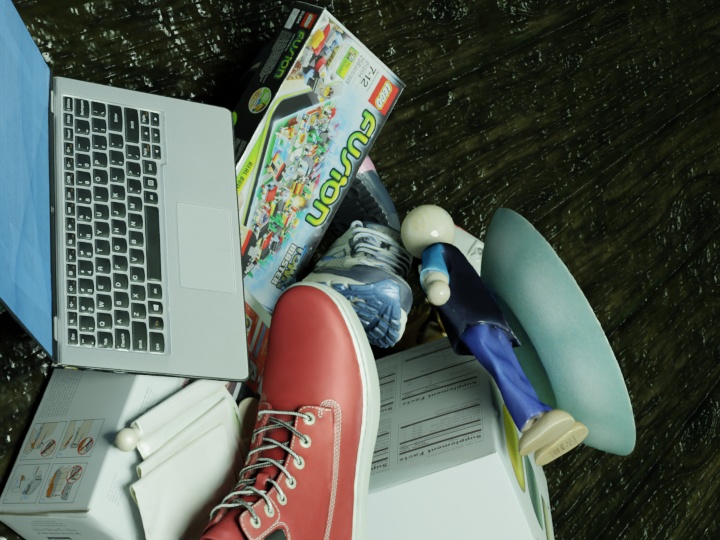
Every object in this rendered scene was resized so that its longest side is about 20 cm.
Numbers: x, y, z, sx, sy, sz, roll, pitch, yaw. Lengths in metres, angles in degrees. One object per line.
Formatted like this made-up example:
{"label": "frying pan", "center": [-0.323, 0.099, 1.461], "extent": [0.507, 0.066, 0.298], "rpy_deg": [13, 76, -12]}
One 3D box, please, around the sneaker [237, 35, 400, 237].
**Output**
{"label": "sneaker", "center": [-0.016, -0.104, 1.153], "extent": [0.201, 0.070, 0.082], "rpy_deg": [57, 45, -33]}

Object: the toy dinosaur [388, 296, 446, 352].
{"label": "toy dinosaur", "center": [0.051, 0.082, 1.221], "extent": [0.107, 0.060, 0.201], "rpy_deg": [60, 39, -30]}

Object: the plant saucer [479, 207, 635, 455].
{"label": "plant saucer", "center": [0.131, 0.053, 1.061], "extent": [0.202, 0.038, 0.201], "rpy_deg": [61, -8, 15]}

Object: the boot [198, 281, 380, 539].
{"label": "boot", "center": [-0.049, 0.108, 0.875], "extent": [0.144, 0.072, 0.203], "rpy_deg": [1, 87, -63]}

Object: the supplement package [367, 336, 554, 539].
{"label": "supplement package", "center": [0.052, 0.167, 1.064], "extent": [0.200, 0.149, 0.153], "rpy_deg": [-83, 152, -67]}

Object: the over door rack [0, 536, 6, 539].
{"label": "over door rack", "center": [-0.256, 0.229, 0.712], "extent": [0.147, 0.066, 0.202], "rpy_deg": [-6, 108, -56]}

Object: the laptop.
{"label": "laptop", "center": [-0.135, -0.048, 0.833], "extent": [0.198, 0.116, 0.189], "rpy_deg": [8, 65, -30]}

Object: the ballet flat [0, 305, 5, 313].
{"label": "ballet flat", "center": [-0.234, -0.068, 0.825], "extent": [0.076, 0.063, 0.202], "rpy_deg": [-39, 115, -42]}

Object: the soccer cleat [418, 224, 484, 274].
{"label": "soccer cleat", "center": [0.124, 0.012, 1.323], "extent": [0.200, 0.084, 0.069], "rpy_deg": [44, 49, -42]}

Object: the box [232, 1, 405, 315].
{"label": "box", "center": [-0.054, -0.078, 1.048], "extent": [0.110, 0.035, 0.201], "rpy_deg": [34, 82, -47]}

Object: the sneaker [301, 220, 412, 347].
{"label": "sneaker", "center": [0.000, 0.000, 1.054], "extent": [0.077, 0.200, 0.086], "rpy_deg": [34, 81, -12]}

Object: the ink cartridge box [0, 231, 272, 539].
{"label": "ink cartridge box", "center": [-0.119, 0.111, 0.942], "extent": [0.176, 0.083, 0.202], "rpy_deg": [50, 45, -40]}

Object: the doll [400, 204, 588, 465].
{"label": "doll", "center": [0.083, 0.039, 1.005], "extent": [0.201, 0.048, 0.136], "rpy_deg": [59, 10, 25]}

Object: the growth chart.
{"label": "growth chart", "center": [-0.090, 0.164, 0.885], "extent": [0.144, 0.018, 0.203], "rpy_deg": [-17, 99, -58]}
